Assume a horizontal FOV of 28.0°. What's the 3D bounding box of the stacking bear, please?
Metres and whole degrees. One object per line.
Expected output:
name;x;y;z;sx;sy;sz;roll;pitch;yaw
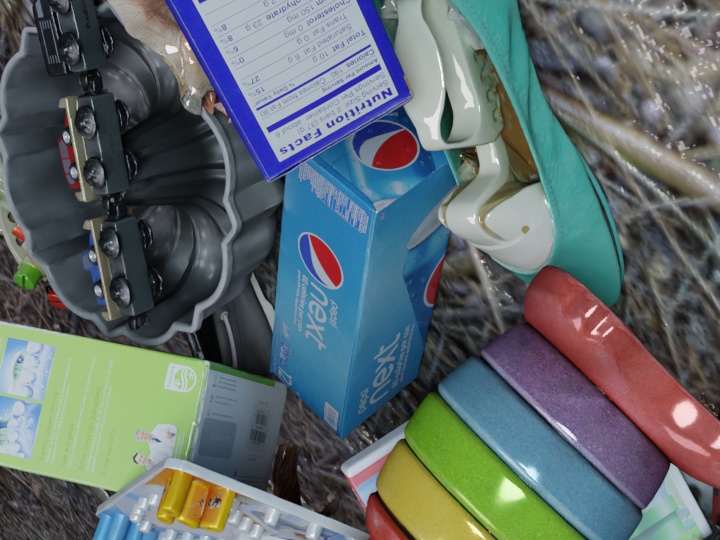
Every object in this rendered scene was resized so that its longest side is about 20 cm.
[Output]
stacking bear;0.051;0.109;0.621;0.121;0.200;0.114;43;-179;-9

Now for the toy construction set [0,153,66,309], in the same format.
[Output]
toy construction set;-0.241;-0.044;1.064;0.131;0.092;0.200;34;162;-13

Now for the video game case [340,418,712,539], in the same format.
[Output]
video game case;0.099;0.141;0.697;0.201;0.143;0.017;60;170;-8

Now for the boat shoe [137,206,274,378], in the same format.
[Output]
boat shoe;-0.110;-0.007;0.942;0.067;0.057;0.201;-1;119;56

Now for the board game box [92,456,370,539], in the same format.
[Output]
board game box;-0.036;0.162;0.773;0.199;0.026;0.200;24;157;-12

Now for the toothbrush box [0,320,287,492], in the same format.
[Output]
toothbrush box;-0.164;0.086;0.883;0.199;0.087;0.146;8;172;17

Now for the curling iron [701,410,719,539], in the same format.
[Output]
curling iron;0.173;0.074;0.631;0.050;0.025;0.201;-112;14;-49

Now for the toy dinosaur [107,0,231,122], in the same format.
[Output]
toy dinosaur;-0.101;-0.184;0.712;0.086;0.135;0.201;39;124;54

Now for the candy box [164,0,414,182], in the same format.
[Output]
candy box;-0.065;-0.164;0.573;0.201;0.077;0.169;63;-179;-41

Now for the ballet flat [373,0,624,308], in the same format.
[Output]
ballet flat;0.054;-0.056;0.635;0.067;0.070;0.201;1;121;50

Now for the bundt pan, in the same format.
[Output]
bundt pan;-0.122;-0.062;0.847;0.201;0.076;0.203;14;114;36

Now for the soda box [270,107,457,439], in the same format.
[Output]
soda box;0.000;0.000;0.775;0.064;0.068;0.201;41;148;23

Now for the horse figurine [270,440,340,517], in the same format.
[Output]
horse figurine;-0.002;0.204;0.933;0.200;0.050;0.133;49;-168;-24

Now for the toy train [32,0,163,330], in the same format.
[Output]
toy train;-0.147;-0.065;0.794;0.046;0.034;0.201;1;106;43
